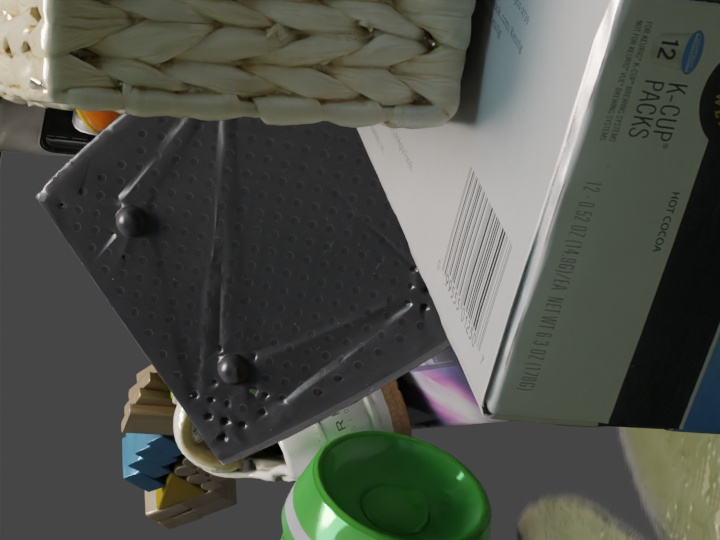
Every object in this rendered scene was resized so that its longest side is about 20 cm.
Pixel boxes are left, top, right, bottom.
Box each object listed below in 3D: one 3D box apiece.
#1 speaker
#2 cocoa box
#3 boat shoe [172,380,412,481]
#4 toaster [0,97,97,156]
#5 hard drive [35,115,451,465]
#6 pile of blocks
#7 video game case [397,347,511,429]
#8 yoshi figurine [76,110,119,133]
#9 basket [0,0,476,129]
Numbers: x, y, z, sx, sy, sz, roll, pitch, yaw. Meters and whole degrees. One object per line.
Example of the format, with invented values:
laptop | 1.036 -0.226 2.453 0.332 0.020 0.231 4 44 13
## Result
speaker | -0.009 0.165 1.033 0.089 0.088 0.201 -111 32 -53
cocoa box | 0.086 -0.061 0.742 0.200 0.130 0.134 -113 34 -56
boat shoe | -0.051 0.055 1.103 0.200 0.069 0.071 0 113 66
toaster | -0.098 -0.134 1.239 0.200 0.180 0.119 -115 34 -56
hard drive | -0.002 -0.033 0.911 0.199 0.135 0.042 -33 5 20
pile of blocks | -0.084 0.060 1.291 0.200 0.082 0.063 122 148 -54
video game case | 0.000 0.000 1.031 0.143 0.019 0.200 58 160 -6
yoshi figurine | -0.041 -0.140 1.061 0.112 0.199 0.113 27 -137 -66
basket | -0.049 -0.109 0.753 0.200 0.135 0.124 -158 71 -71
